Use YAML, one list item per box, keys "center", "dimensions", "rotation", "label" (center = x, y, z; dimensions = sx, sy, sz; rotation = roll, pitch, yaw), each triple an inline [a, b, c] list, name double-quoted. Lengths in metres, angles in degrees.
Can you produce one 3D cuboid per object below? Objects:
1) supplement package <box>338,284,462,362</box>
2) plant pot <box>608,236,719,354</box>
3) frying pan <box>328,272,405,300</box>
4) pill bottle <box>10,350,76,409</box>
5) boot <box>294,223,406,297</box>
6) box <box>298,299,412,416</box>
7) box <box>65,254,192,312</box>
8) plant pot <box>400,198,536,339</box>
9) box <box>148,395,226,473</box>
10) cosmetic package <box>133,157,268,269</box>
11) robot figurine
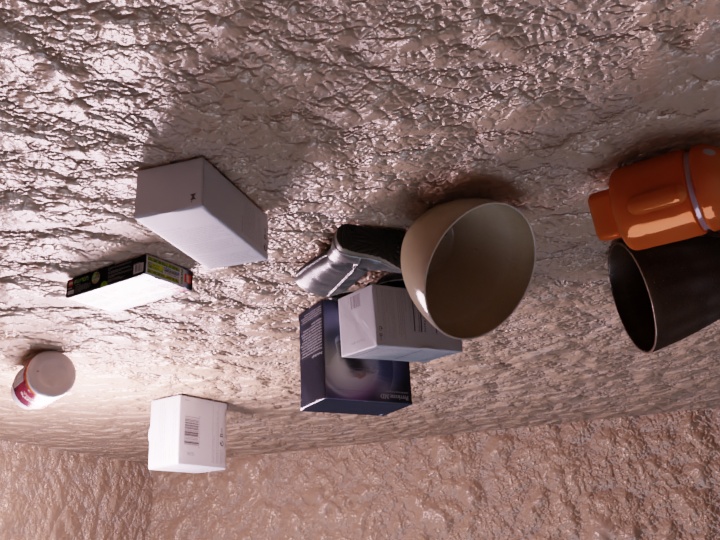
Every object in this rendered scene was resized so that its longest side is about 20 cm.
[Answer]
- center: [0.073, 0.100, 1.469]
  dimensions: [0.199, 0.111, 0.113]
  rotation: [8, 160, -36]
  label: "supplement package"
- center: [0.536, 0.020, 1.324]
  dimensions: [0.198, 0.188, 0.187]
  rotation: [-14, 159, 0]
  label: "plant pot"
- center: [0.049, 0.034, 1.482]
  dimensions: [0.189, 0.031, 0.115]
  rotation: [-13, 158, 34]
  label: "frying pan"
- center: [-0.743, 0.261, 1.885]
  dimensions: [0.109, 0.111, 0.200]
  rotation: [11, 155, -33]
  label: "pill bottle"
- center: [0.001, -0.002, 1.324]
  dimensions: [0.180, 0.073, 0.200]
  rotation: [18, 148, -12]
  label: "boot"
- center: [-0.011, 0.178, 1.621]
  dimensions: [0.198, 0.200, 0.123]
  rotation: [8, 157, -28]
  label: "box"
- center: [-0.400, 0.026, 1.400]
  dimensions: [0.199, 0.035, 0.110]
  rotation: [-15, 157, 29]
  label: "box"
- center: [0.134, -0.018, 1.171]
  dimensions: [0.199, 0.202, 0.134]
  rotation: [14, -169, -37]
  label: "plant pot"
- center: [-0.506, 0.485, 2.385]
  dimensions: [0.130, 0.201, 0.199]
  rotation: [-15, 157, 32]
  label: "box"
- center: [-0.211, -0.072, 1.107]
  dimensions: [0.101, 0.072, 0.200]
  rotation: [-8, 159, 16]
  label: "cosmetic package"
- center: [0.404, -0.096, 1.058]
  dimensions: [0.199, 0.117, 0.144]
  rotation: [-15, 141, 34]
  label: "robot figurine"
